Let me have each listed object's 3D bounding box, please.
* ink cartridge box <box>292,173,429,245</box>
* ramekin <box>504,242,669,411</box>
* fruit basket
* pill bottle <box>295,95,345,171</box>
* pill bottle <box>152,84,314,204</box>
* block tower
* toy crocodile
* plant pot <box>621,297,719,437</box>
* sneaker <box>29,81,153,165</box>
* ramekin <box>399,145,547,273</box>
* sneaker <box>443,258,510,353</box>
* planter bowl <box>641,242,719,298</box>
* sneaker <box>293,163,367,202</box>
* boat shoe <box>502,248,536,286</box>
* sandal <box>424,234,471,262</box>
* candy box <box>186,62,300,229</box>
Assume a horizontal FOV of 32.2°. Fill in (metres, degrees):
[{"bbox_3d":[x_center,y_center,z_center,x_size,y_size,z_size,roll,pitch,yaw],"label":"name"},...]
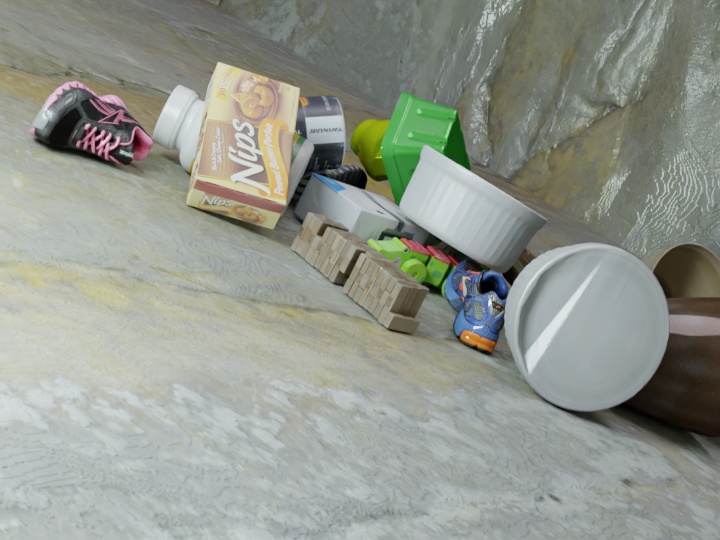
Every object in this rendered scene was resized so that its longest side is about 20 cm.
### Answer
[{"bbox_3d":[0.016,-0.065,1.771,0.199,0.068,0.116,14,19,-49],"label":"ink cartridge box"},{"bbox_3d":[0.265,0.061,1.516,0.200,0.204,0.094,24,5,-15],"label":"ramekin"},{"bbox_3d":[0.062,-0.165,1.909,0.214,0.216,0.157,26,53,-6],"label":"fruit basket"},{"bbox_3d":[-0.127,-0.191,1.777,0.197,0.108,0.106,-6,23,-15],"label":"pill bottle"},{"bbox_3d":[-0.171,-0.164,1.663,0.198,0.114,0.113,27,12,-2],"label":"pill bottle"},{"bbox_3d":[0.000,0.000,1.508,0.054,0.058,0.200,13,21,-47],"label":"block tower"},{"bbox_3d":[0.094,-0.007,1.722,0.198,0.062,0.068,20,14,-30],"label":"toy crocodile"},{"bbox_3d":[0.389,0.116,1.654,0.197,0.189,0.187,8,18,-17],"label":"plant pot"},{"bbox_3d":[-0.312,-0.165,1.487,0.095,0.079,0.200,42,17,12],"label":"sneaker"},{"bbox_3d":[0.149,-0.081,1.724,0.199,0.098,0.201,31,6,-4],"label":"ramekin"},{"bbox_3d":[0.161,0.033,1.623,0.075,0.079,0.201,26,20,-15],"label":"sneaker"},{"bbox_3d":[0.522,0.060,2.136,0.198,0.203,0.134,22,-14,-24],"label":"planter bowl"},{"bbox_3d":[-0.075,-0.149,1.906,0.115,0.076,0.199,31,13,24],"label":"sneaker"},{"bbox_3d":[0.235,-0.042,1.980,0.200,0.076,0.072,48,-9,-21],"label":"boat shoe"},{"bbox_3d":[0.147,-0.041,1.914,0.200,0.080,0.058,32,-25,54],"label":"sandal"},{"bbox_3d":[-0.144,-0.158,1.560,0.114,0.055,0.202,15,52,-14],"label":"candy box"}]
